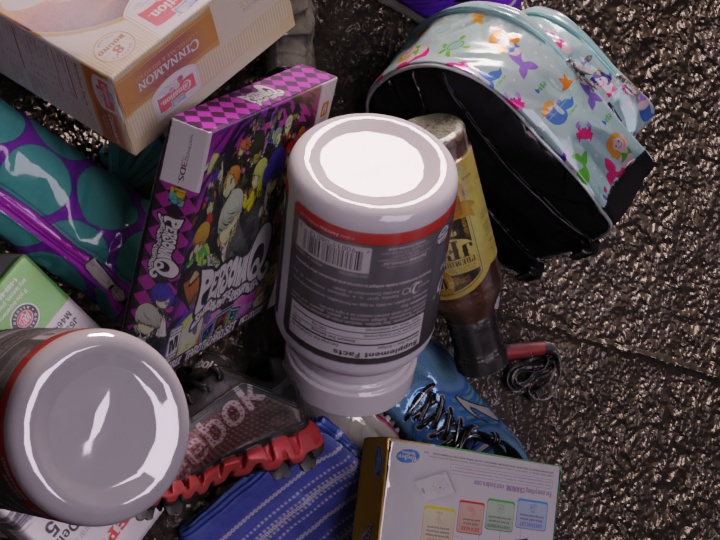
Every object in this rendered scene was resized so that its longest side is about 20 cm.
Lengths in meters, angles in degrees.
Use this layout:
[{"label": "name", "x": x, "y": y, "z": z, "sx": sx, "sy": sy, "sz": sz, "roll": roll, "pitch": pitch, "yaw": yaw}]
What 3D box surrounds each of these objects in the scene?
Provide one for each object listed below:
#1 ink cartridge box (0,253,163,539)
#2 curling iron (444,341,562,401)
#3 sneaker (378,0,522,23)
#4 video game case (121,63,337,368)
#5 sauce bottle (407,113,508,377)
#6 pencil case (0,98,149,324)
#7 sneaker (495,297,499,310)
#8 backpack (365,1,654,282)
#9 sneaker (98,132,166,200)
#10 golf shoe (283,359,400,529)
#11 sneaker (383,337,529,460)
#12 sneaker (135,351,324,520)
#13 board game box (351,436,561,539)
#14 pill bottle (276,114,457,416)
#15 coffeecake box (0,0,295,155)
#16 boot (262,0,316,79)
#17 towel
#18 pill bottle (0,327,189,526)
[{"label": "ink cartridge box", "x": -0.221, "y": 0.107, "z": 1.396, "sx": 0.200, "sy": 0.084, "sz": 0.146, "roll": 46, "pitch": 68, "yaw": -23}, {"label": "curling iron", "x": 0.080, "y": 0.080, "z": 1.613, "sx": 0.200, "sy": 0.026, "sz": 0.050, "roll": 2, "pitch": 87, "yaw": -31}, {"label": "sneaker", "x": 0.055, "y": -0.233, "z": 1.557, "sx": 0.200, "sy": 0.100, "sz": 0.070, "roll": 13, "pitch": 85, "yaw": -30}, {"label": "video game case", "x": -0.089, "y": -0.037, "z": 1.388, "sx": 0.200, "sy": 0.036, "sz": 0.181, "roll": -33, "pitch": 141, "yaw": -62}, {"label": "sauce bottle", "x": 0.070, "y": -0.015, "z": 1.495, "sx": 0.065, "sy": 0.065, "sz": 0.200, "roll": -31, "pitch": 118, "yaw": -28}, {"label": "pencil case", "x": -0.220, "y": -0.048, "z": 1.389, "sx": 0.200, "sy": 0.092, "sz": 0.085, "roll": 35, "pitch": 114, "yaw": -20}, {"label": "sneaker", "x": 0.030, "y": -0.034, "z": 1.558, "sx": 0.200, "sy": 0.071, "sz": 0.113, "roll": 15, "pitch": 85, "yaw": -28}, {"label": "backpack", "x": 0.111, "y": -0.113, "z": 1.548, "sx": 0.200, "sy": 0.178, "sz": 0.151, "roll": 39, "pitch": 63, "yaw": -16}, {"label": "sneaker", "x": -0.146, "y": -0.078, "z": 1.462, "sx": 0.080, "sy": 0.078, "sz": 0.200, "roll": -18, "pitch": 111, "yaw": 6}, {"label": "golf shoe", "x": -0.006, "y": 0.153, "z": 1.535, "sx": 0.200, "sy": 0.075, "sz": 0.092, "roll": 48, "pitch": 71, "yaw": -20}, {"label": "sneaker", "x": 0.076, "y": 0.120, "z": 1.560, "sx": 0.200, "sy": 0.090, "sz": 0.078, "roll": 42, "pitch": 89, "yaw": -27}, {"label": "sneaker", "x": -0.118, "y": 0.109, "z": 1.369, "sx": 0.200, "sy": 0.071, "sz": 0.098, "roll": -16, "pitch": 98, "yaw": -35}, {"label": "board game box", "x": 0.064, "y": 0.230, "z": 1.477, "sx": 0.153, "sy": 0.040, "sz": 0.200, "roll": 13, "pitch": 79, "yaw": -27}, {"label": "pill bottle", "x": 0.000, "y": 0.000, "z": 1.419, "sx": 0.116, "sy": 0.116, "sz": 0.200, "roll": -24, "pitch": 141, "yaw": -29}, {"label": "coffeecake box", "x": -0.170, "y": -0.185, "z": 1.361, "sx": 0.154, "sy": 0.200, "sz": 0.073, "roll": -42, "pitch": 145, "yaw": -25}, {"label": "boot", "x": -0.059, "y": -0.198, "z": 1.447, "sx": 0.068, "sy": 0.200, "sz": 0.131, "roll": -7, "pitch": 90, "yaw": 8}, {"label": "towel", "x": -0.020, "y": 0.213, "z": 1.513, "sx": 0.145, "sy": 0.024, "sz": 0.200, "roll": -40, "pitch": 113, "yaw": 10}, {"label": "pill bottle", "x": -0.197, "y": 0.093, "z": 1.245, "sx": 0.116, "sy": 0.200, "sz": 0.116, "roll": 1, "pitch": 88, "yaw": -31}]
